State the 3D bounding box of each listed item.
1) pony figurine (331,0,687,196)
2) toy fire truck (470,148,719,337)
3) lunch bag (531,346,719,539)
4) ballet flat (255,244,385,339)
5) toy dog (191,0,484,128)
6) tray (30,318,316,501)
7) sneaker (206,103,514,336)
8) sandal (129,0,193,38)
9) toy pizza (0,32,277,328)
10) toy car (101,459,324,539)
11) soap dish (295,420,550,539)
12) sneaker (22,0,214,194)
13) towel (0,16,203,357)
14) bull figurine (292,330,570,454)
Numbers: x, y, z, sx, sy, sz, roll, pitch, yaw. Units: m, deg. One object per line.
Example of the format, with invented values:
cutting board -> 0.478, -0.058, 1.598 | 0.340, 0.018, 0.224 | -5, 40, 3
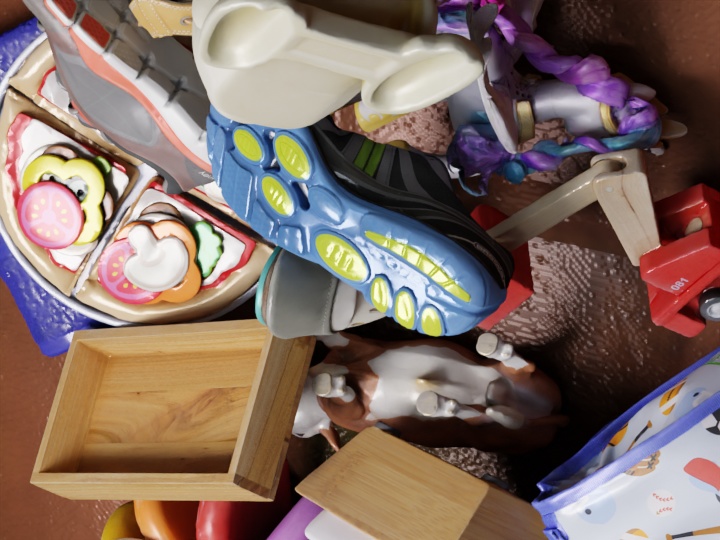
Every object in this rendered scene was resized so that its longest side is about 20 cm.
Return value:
pony figurine -> 0.062, -0.118, 1.469 | 0.199, 0.167, 0.193 | 0, 146, 25
toy fire truck -> 0.155, -0.027, 1.461 | 0.140, 0.049, 0.200 | 22, 133, -27
lunch bag -> 0.215, 0.132, 1.470 | 0.200, 0.124, 0.170 | -37, 95, -2
ballet flat -> 0.000, 0.000, 1.522 | 0.063, 0.200, 0.068 | 13, 102, 14
toy dog -> -0.015, -0.181, 1.375 | 0.139, 0.201, 0.194 | 10, 160, -15
tray -> -0.112, 0.084, 1.604 | 0.037, 0.099, 0.199 | 28, 159, -37
sneaker -> -0.002, -0.038, 1.445 | 0.199, 0.083, 0.071 | 38, 118, 16
sandal -> -0.092, -0.147, 1.505 | 0.080, 0.200, 0.054 | 3, 73, 31
toy pizza -> -0.130, -0.058, 1.618 | 0.199, 0.032, 0.202 | 2, 106, 7
toy car -> -0.059, 0.176, 1.653 | 0.199, 0.175, 0.151 | 32, 123, 12
soap dish -> 0.081, 0.165, 1.548 | 0.157, 0.199, 0.082 | 22, 85, 57
sneaker -> -0.150, -0.116, 1.547 | 0.082, 0.077, 0.200 | -33, 105, 37
towel -> -0.178, -0.058, 1.683 | 0.147, 0.050, 0.201 | -20, 103, 28
bull figurine -> 0.022, 0.070, 1.604 | 0.199, 0.121, 0.066 | 1, 75, 20
